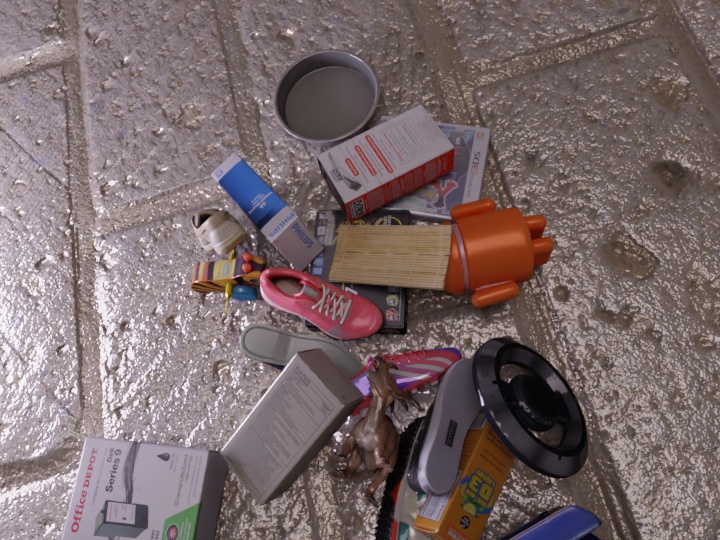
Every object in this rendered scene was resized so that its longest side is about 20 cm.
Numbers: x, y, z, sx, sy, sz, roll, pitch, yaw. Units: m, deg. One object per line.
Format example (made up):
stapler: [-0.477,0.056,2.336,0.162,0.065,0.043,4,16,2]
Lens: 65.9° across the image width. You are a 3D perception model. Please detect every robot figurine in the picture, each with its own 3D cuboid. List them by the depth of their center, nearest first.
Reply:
robot figurine: [0.187,-0.030,0.851,0.198,0.117,0.145,-12,104,4]

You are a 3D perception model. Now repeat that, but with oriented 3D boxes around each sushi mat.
sushi mat: [0.043,-0.023,0.838,0.198,0.012,0.097,3,71,30]

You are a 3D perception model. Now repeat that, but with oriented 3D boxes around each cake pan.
cake pan: [-0.061,-0.315,1.026,0.198,0.037,0.202,-3,70,7]

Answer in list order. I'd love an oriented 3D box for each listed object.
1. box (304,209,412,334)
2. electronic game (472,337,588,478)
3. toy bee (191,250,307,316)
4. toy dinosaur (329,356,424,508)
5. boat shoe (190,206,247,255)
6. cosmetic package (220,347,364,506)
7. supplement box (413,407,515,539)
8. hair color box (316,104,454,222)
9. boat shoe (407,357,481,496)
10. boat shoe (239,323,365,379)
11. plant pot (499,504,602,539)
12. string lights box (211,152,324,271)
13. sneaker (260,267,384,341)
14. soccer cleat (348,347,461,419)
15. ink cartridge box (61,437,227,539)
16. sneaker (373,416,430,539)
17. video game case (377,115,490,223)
box: [0.000,0.000,0.902,0.159,0.049,0.202,1,70,12]
electronic game: [0.230,0.179,0.750,0.042,0.199,0.201,-47,64,37]
toy bee: [-0.190,-0.003,0.899,0.198,0.109,0.132,-20,67,1]
toy dinosaur: [0.028,0.230,0.766,0.085,0.201,0.136,22,44,18]
boat shoe: [-0.235,-0.073,0.893,0.072,0.200,0.065,-41,112,-11]
cosmetic package: [-0.098,0.219,0.787,0.104,0.073,0.200,45,105,19]
supplement box: [0.152,0.271,0.744,0.066,0.069,0.201,39,66,-11]
hair color box: [0.042,-0.177,0.915,0.199,0.064,0.111,-27,63,-7]
boat shoe: [0.113,0.208,0.759,0.068,0.057,0.201,38,54,-12]
boat shoe: [-0.089,0.131,0.859,0.198,0.060,0.076,25,79,-6]
plant pot: [0.235,0.396,0.655,0.199,0.200,0.181,-29,63,-2]
string lights box: [-0.152,-0.097,0.904,0.059,0.103,0.200,-42,56,-4]
sneaker: [-0.062,0.049,0.815,0.198,0.087,0.074,19,76,5]
soccer cleat: [0.054,0.149,0.822,0.198,0.067,0.077,-24,83,-5]
ink cartridge box: [-0.310,0.329,0.811,0.198,0.084,0.148,2,71,10]
sneaker: [0.086,0.313,0.780,0.093,0.070,0.202,22,66,-11]
video game case: [0.113,-0.175,0.960,0.198,0.023,0.184,9,72,11]
